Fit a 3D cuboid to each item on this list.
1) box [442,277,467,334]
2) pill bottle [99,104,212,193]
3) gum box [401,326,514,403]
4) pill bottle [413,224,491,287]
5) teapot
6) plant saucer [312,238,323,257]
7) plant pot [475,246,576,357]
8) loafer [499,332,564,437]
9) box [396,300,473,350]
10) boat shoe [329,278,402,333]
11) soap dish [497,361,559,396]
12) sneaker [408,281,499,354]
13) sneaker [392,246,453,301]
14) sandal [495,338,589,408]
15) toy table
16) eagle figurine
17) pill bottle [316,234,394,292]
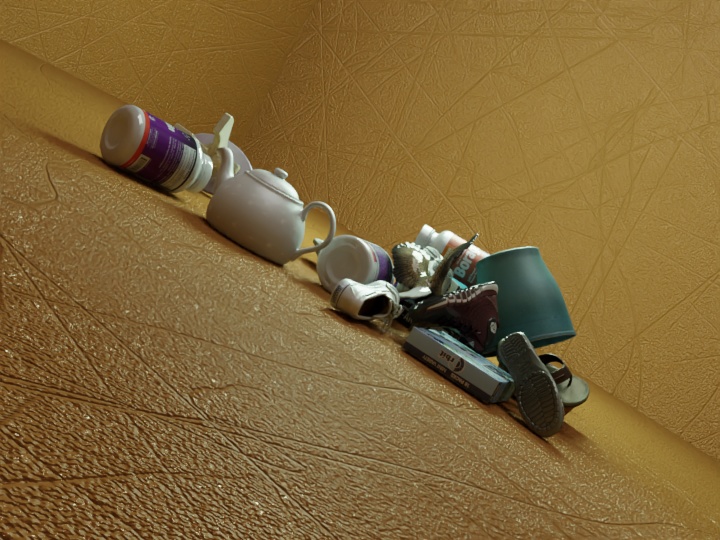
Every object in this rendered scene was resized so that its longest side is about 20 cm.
[{"bbox_3d":[0.190,0.067,1.855,0.049,0.083,0.200,29,5,-5],"label":"box"},{"bbox_3d":[-0.368,-0.214,1.670,0.112,0.114,0.199,34,6,42],"label":"pill bottle"},{"bbox_3d":[0.174,0.160,1.553,0.169,0.045,0.200,33,6,20],"label":"gum box"},{"bbox_3d":[0.207,-0.014,2.002,0.198,0.113,0.112,30,5,6],"label":"pill bottle"},{"bbox_3d":[-0.170,-0.112,1.645,0.198,0.148,0.197,28,5,-36],"label":"teapot"},{"bbox_3d":[-0.024,0.001,1.955,0.198,0.051,0.200,30,4,-2],"label":"plant saucer"},{"bbox_3d":[0.314,0.060,1.829,0.196,0.192,0.200,-11,-11,-2],"label":"plant pot"},{"bbox_3d":[0.292,0.191,1.505,0.070,0.075,0.202,40,26,-41],"label":"loafer"},{"bbox_3d":[0.142,0.111,1.877,0.199,0.044,0.159,34,6,34],"label":"box"},{"bbox_3d":[0.032,0.061,1.534,0.085,0.075,0.201,32,7,27],"label":"boat shoe"},{"bbox_3d":[0.347,0.221,1.771,0.156,0.082,0.200,32,5,21],"label":"soap dish"},{"bbox_3d":[0.176,0.094,1.581,0.197,0.118,0.075,-14,0,-35],"label":"sneaker"},{"bbox_3d":[0.118,0.012,1.859,0.081,0.083,0.199,54,34,11],"label":"sneaker"},{"bbox_3d":[0.328,0.179,1.613,0.199,0.057,0.081,29,41,-17],"label":"sandal"},{"bbox_3d":[-0.337,-0.252,2.040,0.197,0.186,0.117,21,-14,13],"label":"toy table"},{"bbox_3d":[0.133,0.014,1.707,0.149,0.204,0.151,14,-23,-15],"label":"eagle figurine"},{"bbox_3d":[0.000,0.000,1.733,0.110,0.113,0.200,31,5,19],"label":"pill bottle"}]
